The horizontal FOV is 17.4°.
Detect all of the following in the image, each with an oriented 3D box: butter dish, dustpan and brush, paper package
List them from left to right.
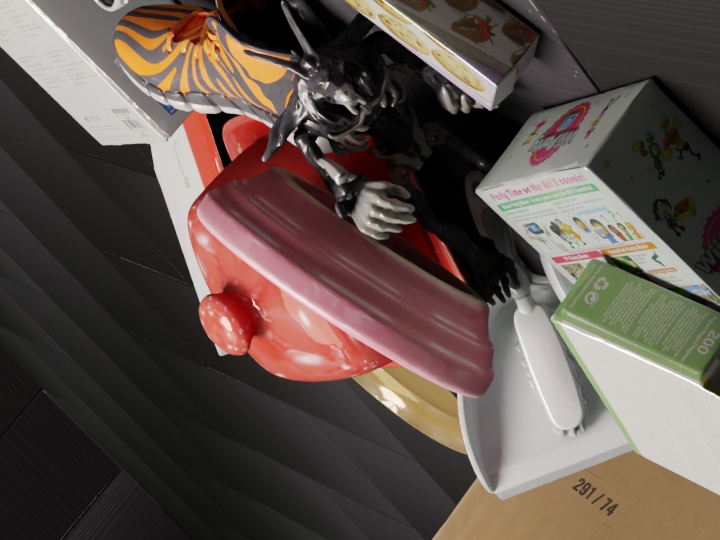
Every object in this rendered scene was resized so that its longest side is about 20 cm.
[{"bbox_3d":[-0.042,0.003,1.542,0.199,0.147,0.201,-5,115,56],"label":"butter dish"},{"bbox_3d":[0.108,0.032,1.473,0.057,0.139,0.201,-16,-96,-82],"label":"dustpan and brush"},{"bbox_3d":[0.167,0.203,1.620,0.199,0.191,0.104,29,162,33],"label":"paper package"}]

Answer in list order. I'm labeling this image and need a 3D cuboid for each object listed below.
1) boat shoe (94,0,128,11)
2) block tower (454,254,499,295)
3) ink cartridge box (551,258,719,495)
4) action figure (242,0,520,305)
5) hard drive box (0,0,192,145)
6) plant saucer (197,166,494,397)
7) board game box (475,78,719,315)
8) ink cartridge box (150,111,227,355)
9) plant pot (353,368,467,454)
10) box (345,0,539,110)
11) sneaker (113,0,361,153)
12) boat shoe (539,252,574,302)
[{"bbox_3d":[-0.163,-0.225,1.423,0.072,0.069,0.200,36,165,15],"label":"boat shoe"},{"bbox_3d":[0.077,0.033,1.618,0.199,0.054,0.058,30,164,36],"label":"block tower"},{"bbox_3d":[0.204,0.082,1.214,0.199,0.048,0.146,25,161,39],"label":"ink cartridge box"},{"bbox_3d":[0.028,-0.073,1.321,0.200,0.119,0.102,37,178,-26],"label":"action figure"},{"bbox_3d":[-0.204,-0.183,1.638,0.200,0.077,0.156,45,165,-19],"label":"hard drive box"},{"bbox_3d":[0.000,0.000,1.371,0.200,0.051,0.201,33,-174,-4],"label":"plant saucer"},{"bbox_3d":[0.174,-0.004,1.249,0.200,0.064,0.147,42,165,-13],"label":"board game box"},{"bbox_3d":[-0.114,-0.034,1.745,0.200,0.057,0.164,77,174,-79],"label":"ink cartridge box"},{"bbox_3d":[0.031,0.076,1.916,0.200,0.028,0.200,36,165,11],"label":"plant pot"},{"bbox_3d":[0.005,-0.162,1.247,0.200,0.039,0.041,38,164,8],"label":"box"},{"bbox_3d":[-0.083,-0.151,1.462,0.199,0.078,0.112,18,152,30],"label":"sneaker"},{"bbox_3d":[0.171,0.033,1.364,0.200,0.072,0.068,37,166,-19],"label":"boat shoe"}]
